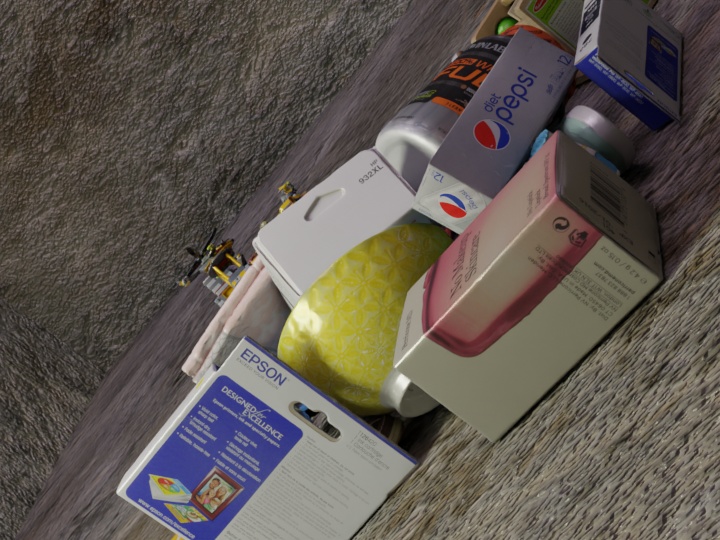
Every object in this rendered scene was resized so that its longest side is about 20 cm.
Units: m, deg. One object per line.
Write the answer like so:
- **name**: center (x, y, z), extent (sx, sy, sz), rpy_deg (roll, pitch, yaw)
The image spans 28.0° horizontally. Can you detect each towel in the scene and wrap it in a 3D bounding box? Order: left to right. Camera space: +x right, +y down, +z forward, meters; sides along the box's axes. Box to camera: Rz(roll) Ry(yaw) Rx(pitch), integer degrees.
- **towel**: center (-0.078, 0.045, 1.454), extent (0.192, 0.032, 0.200), rpy_deg (-55, -22, 3)

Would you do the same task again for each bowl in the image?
- **bowl**: center (0.035, 0.068, 1.307), extent (0.199, 0.108, 0.201), rpy_deg (-29, -32, -20)

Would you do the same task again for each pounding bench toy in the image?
- **pounding bench toy**: center (0.201, -0.248, 1.587), extent (0.201, 0.124, 0.156), rpy_deg (-57, 12, -15)

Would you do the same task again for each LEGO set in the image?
- **LEGO set**: center (-0.103, -0.014, 1.515), extent (0.154, 0.116, 0.200), rpy_deg (-51, -23, -5)

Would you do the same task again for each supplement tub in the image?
- **supplement tub**: center (0.116, -0.145, 1.401), extent (0.200, 0.123, 0.122), rpy_deg (-46, 6, -30)

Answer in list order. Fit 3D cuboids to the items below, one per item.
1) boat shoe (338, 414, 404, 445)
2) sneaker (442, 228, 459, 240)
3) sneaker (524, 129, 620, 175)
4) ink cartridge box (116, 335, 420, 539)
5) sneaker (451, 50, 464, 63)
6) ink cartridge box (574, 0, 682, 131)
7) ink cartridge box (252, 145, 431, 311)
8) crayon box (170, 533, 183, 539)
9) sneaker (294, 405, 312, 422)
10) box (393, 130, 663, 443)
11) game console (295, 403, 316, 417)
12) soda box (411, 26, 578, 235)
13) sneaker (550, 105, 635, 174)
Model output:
- **boat shoe**: center (-0.037, 0.196, 1.371), extent (0.200, 0.072, 0.072), rpy_deg (-47, 13, 33)
- **sneaker**: center (0.112, -0.044, 1.484), extent (0.098, 0.071, 0.200), rpy_deg (-58, 14, -19)
- **sneaker**: center (0.157, -0.025, 1.246), extent (0.201, 0.080, 0.077), rpy_deg (110, -177, -46)
- **ink cartridge box**: center (-0.083, 0.178, 1.295), extent (0.200, 0.197, 0.047), rpy_deg (-50, 12, 16)
- **sneaker**: center (0.125, -0.141, 1.557), extent (0.113, 0.071, 0.201), rpy_deg (-52, 43, 29)
- **ink cartridge box**: center (0.244, -0.193, 1.310), extent (0.039, 0.099, 0.200), rpy_deg (-47, 12, 31)
- **ink cartridge box**: center (0.000, 0.000, 1.370), extent (0.145, 0.084, 0.200), rpy_deg (-38, -30, -7)
- **crayon box**: center (-0.145, 0.277, 1.630), extent (0.200, 0.051, 0.126), rpy_deg (-50, 12, 14)
- **sneaker**: center (-0.076, 0.184, 1.447), extent (0.090, 0.075, 0.200), rpy_deg (-34, -24, 5)
- **box**: center (0.131, 0.012, 1.139), extent (0.200, 0.109, 0.128), rpy_deg (-48, 13, 26)
- **game console**: center (-0.050, 0.093, 1.554), extent (0.200, 0.116, 0.177), rpy_deg (-34, 56, 44)
- **soda box**: center (0.121, -0.121, 1.263), extent (0.201, 0.068, 0.064), rpy_deg (-57, -7, -36)
- **sneaker**: center (0.173, -0.071, 1.296), extent (0.118, 0.074, 0.200), rpy_deg (-50, 0, -14)
